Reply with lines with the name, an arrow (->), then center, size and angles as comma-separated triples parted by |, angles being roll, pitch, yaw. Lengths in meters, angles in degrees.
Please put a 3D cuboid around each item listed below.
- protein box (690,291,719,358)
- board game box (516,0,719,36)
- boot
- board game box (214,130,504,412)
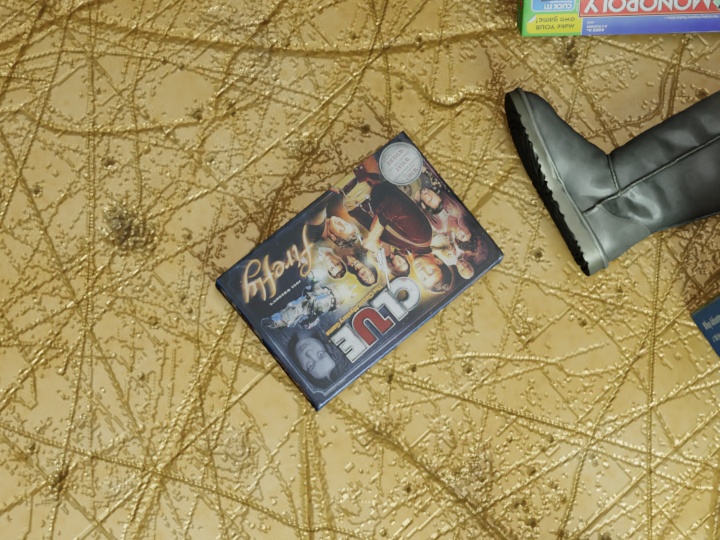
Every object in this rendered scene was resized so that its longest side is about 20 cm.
protein box -> 0.391, 0.063, 1.488 | 0.135, 0.199, 0.201 | -34, 83, -10
board game box -> 0.234, -0.264, 1.584 | 0.198, 0.029, 0.135 | -3, 121, -5
boot -> 0.238, -0.108, 1.574 | 0.199, 0.073, 0.183 | -29, 96, -3
board game box -> 0.000, 0.000, 1.551 | 0.200, 0.035, 0.136 | -39, 85, -11
